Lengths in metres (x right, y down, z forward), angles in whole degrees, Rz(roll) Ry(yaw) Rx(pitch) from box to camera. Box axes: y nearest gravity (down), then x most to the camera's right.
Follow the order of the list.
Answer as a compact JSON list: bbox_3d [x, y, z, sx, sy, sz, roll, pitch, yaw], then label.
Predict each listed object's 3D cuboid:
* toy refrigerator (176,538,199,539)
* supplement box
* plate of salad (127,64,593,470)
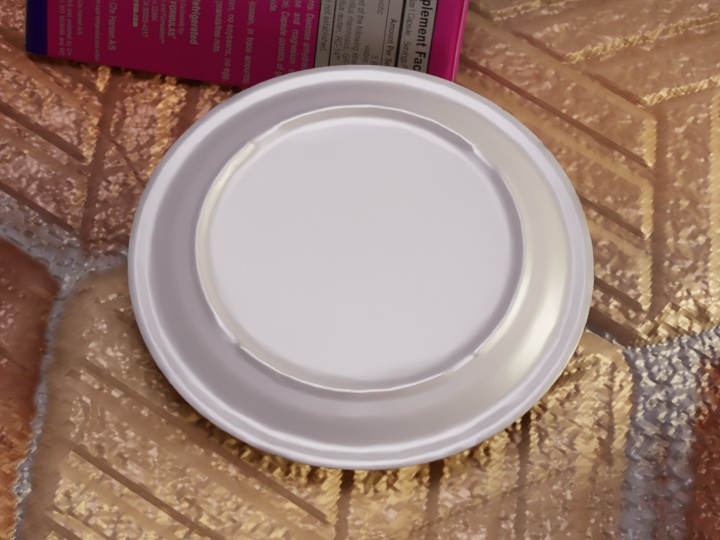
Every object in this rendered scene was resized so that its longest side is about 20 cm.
[{"bbox_3d":[0.022,0.159,1.131,0.199,0.070,0.076,8,50,0],"label":"toy refrigerator"},{"bbox_3d":[-0.046,-0.151,1.357,0.199,0.104,0.101,10,50,0],"label":"supplement box"},{"bbox_3d":[0.000,0.000,1.273,0.199,0.048,0.201,0,60,-1],"label":"plate of salad"}]
